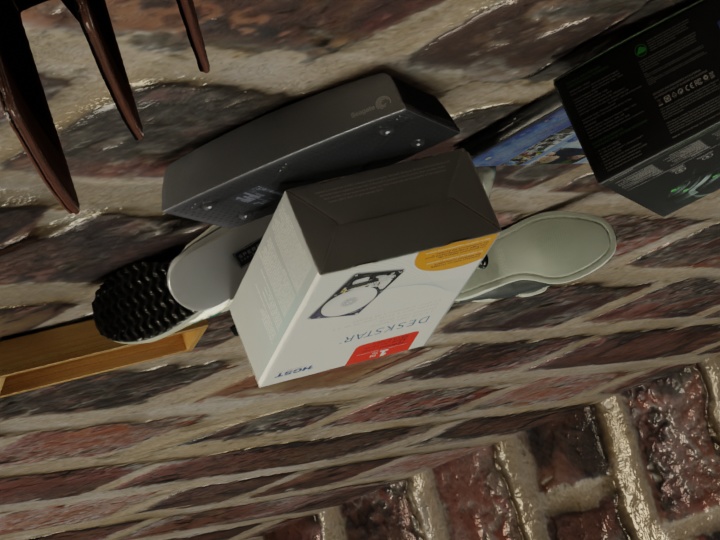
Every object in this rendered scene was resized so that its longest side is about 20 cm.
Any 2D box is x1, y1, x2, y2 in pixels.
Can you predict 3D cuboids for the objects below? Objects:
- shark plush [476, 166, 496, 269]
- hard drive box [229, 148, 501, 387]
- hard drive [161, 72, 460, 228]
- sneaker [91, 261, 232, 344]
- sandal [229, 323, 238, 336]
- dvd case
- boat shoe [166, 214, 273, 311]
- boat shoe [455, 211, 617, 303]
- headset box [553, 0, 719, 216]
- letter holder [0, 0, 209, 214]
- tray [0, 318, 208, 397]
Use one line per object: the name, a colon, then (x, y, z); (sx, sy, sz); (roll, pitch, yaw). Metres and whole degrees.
shark plush: (0.079, -0.035, 1.928); (0.091, 0.084, 0.200); (22, 162, 6)
hard drive box: (0.000, 0.000, 1.682); (0.155, 0.077, 0.200); (-14, 158, -22)
hard drive: (-0.039, -0.087, 1.594); (0.199, 0.042, 0.135); (-22, 168, 19)
sneaker: (-0.132, 0.017, 1.867); (0.199, 0.071, 0.093); (-25, 161, 20)
sandal: (-0.049, -0.013, 1.913); (0.200, 0.048, 0.075); (-40, -178, 28)
dvd case: (0.192, -0.123, 1.821); (0.200, 0.018, 0.143); (-4, 161, -46)
boat shoe: (-0.065, -0.031, 1.765); (0.200, 0.072, 0.066); (-31, -162, 3)
boat shoe: (0.169, -0.013, 2.178); (0.199, 0.076, 0.060); (-9, 172, 25)
headset box: (0.269, -0.128, 1.674); (0.174, 0.093, 0.200); (-27, 163, 19)
letter holder: (-0.129, -0.119, 1.069); (0.100, 0.143, 0.200); (-17, 168, -2)
tray: (-0.250, 0.071, 2.041); (0.199, 0.037, 0.099); (-13, 168, -17)
